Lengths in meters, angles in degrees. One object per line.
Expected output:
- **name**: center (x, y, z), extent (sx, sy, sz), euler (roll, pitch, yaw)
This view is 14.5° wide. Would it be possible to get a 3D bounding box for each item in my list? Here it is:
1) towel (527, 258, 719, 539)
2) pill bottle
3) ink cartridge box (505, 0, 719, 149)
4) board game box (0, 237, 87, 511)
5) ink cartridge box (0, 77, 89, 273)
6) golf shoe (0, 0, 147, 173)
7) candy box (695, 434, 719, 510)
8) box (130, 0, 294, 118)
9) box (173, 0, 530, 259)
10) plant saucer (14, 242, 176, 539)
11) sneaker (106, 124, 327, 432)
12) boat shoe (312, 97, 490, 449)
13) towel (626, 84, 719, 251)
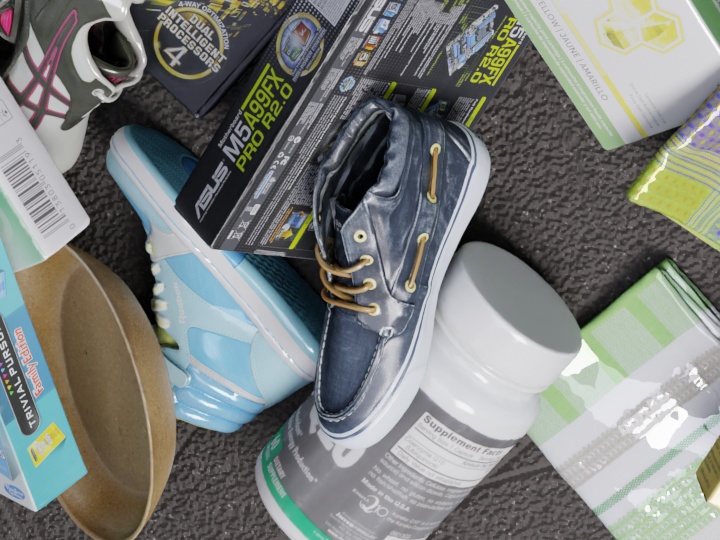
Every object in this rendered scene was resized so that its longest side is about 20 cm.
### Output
- **towel**: center (0.198, 0.111, 1.721), extent (0.149, 0.031, 0.200), euler (-42, 92, 21)
- **pill bottle**: center (0.036, 0.084, 1.709), extent (0.113, 0.113, 0.200), euler (41, 113, 1)
- **ink cartridge box**: center (0.189, -0.162, 1.591), extent (0.200, 0.048, 0.146), euler (-18, 119, 35)
- **board game box**: center (-0.259, 0.038, 1.744), extent (0.151, 0.047, 0.200), euler (20, 137, 43)
- **ink cartridge box**: center (-0.268, -0.066, 1.728), extent (0.200, 0.050, 0.161), euler (-19, 107, 51)
- **golf shoe**: center (-0.176, -0.115, 1.693), extent (0.088, 0.077, 0.200), euler (29, 145, 17)
- **candy box**: center (0.298, 0.072, 1.641), extent (0.116, 0.056, 0.200), euler (30, 103, -8)
- **box**: center (-0.114, -0.217, 1.701), extent (0.200, 0.049, 0.161), euler (44, 108, 0)
- **box**: center (0.002, -0.096, 1.646), extent (0.044, 0.160, 0.200), euler (47, 116, 32)
- **plant saucer**: center (-0.163, 0.071, 1.757), extent (0.200, 0.035, 0.201), euler (34, 132, 49)
- **sneaker**: center (-0.117, 0.017, 1.754), extent (0.130, 0.080, 0.200), euler (-39, 91, 21)
- **boat shoe**: center (0.000, 0.000, 1.624), extent (0.071, 0.091, 0.201), euler (19, 90, 42)
- **towel**: center (0.262, -0.080, 1.611), extent (0.143, 0.023, 0.200), euler (30, 119, -34)
